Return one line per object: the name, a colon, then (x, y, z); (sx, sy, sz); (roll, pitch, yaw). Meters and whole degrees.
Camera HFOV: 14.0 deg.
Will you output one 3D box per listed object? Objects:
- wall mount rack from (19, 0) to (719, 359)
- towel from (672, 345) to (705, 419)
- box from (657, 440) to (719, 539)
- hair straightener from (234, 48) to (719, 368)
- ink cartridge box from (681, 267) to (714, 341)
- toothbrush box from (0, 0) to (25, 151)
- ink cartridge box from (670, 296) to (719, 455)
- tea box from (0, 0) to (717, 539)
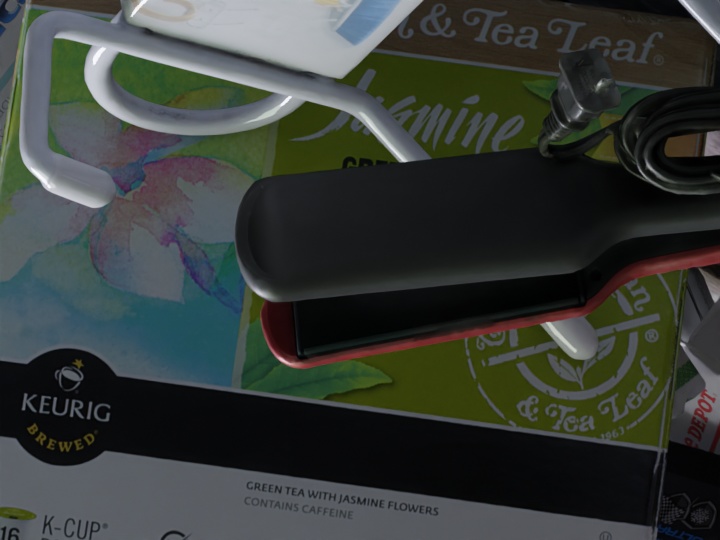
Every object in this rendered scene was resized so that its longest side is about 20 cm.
wall mount rack: (0.017, -0.050, 0.736); (0.174, 0.075, 0.200); (14, 149, -27)
towel: (0.000, 0.000, 0.964); (0.200, 0.152, 0.023); (54, -174, 5)
box: (0.073, 0.146, 0.947); (0.200, 0.199, 0.050); (16, 147, 35)
hair straightener: (0.067, -0.018, 0.683); (0.200, 0.041, 0.077); (-5, 150, 10)
ink cartridge box: (0.055, 0.029, 1.112); (0.200, 0.144, 0.084); (43, -156, -61)
toothbrush box: (-0.110, -0.097, 1.164); (0.085, 0.147, 0.200); (31, 171, 42)
ink cartridge box: (0.168, 0.059, 1.005); (0.200, 0.067, 0.117); (35, 156, 14)
tea box: (-0.007, 0.018, 0.876); (0.200, 0.197, 0.134); (7, 172, 2)
